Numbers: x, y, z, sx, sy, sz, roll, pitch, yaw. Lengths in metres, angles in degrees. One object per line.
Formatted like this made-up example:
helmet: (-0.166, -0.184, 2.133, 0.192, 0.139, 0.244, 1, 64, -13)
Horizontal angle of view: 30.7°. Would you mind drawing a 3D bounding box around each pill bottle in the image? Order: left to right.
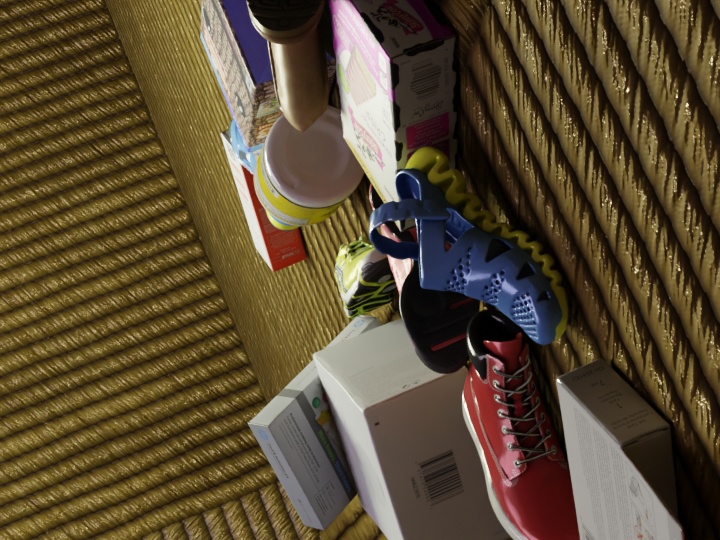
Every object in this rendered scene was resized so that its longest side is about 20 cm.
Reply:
pill bottle: (-0.062, -0.110, 1.462, 0.200, 0.111, 0.112, 147, 102, -78)

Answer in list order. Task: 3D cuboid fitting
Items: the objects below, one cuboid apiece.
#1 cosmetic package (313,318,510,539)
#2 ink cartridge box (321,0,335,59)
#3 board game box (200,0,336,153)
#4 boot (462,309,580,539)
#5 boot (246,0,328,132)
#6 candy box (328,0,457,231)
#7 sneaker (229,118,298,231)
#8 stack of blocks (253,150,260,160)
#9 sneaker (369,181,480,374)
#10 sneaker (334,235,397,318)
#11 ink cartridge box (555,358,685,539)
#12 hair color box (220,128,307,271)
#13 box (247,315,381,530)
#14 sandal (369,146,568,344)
cosmetic package: (0.054, 0.183, 1.411, 0.200, 0.122, 0.201, -145, 35, -68)
ink cartridge box: (-0.046, -0.298, 1.230, 0.200, 0.050, 0.162, -133, 25, -57)
board game box: (-0.106, -0.249, 1.462, 0.200, 0.096, 0.160, 114, 134, -73)
boot: (0.136, 0.134, 1.092, 0.145, 0.072, 0.201, 86, 163, -51)
boot: (-0.054, -0.197, 1.138, 0.201, 0.066, 0.176, 86, -176, -52)
candy box: (0.028, -0.151, 1.108, 0.201, 0.061, 0.137, 83, 163, -49)
sneaker: (-0.122, -0.152, 1.806, 0.201, 0.066, 0.079, 63, 155, 27)
stack of blocks: (-0.124, -0.224, 1.676, 0.115, 0.058, 0.201, -159, 49, -75)
sneaker: (0.065, 0.001, 1.214, 0.087, 0.073, 0.201, 66, -172, -72)
sneaker: (0.000, 0.000, 1.463, 0.200, 0.075, 0.077, 124, 123, -74)
ink cartridge box: (0.205, 0.190, 0.925, 0.176, 0.044, 0.201, -127, 19, -55)
hair color box: (-0.144, -0.111, 1.958, 0.102, 0.061, 0.201, -131, 22, -59)
box: (-0.023, 0.174, 1.520, 0.041, 0.200, 0.157, 3, 126, 45)
sandal: (0.079, -0.008, 1.017, 0.200, 0.087, 0.080, 43, 154, 32)
